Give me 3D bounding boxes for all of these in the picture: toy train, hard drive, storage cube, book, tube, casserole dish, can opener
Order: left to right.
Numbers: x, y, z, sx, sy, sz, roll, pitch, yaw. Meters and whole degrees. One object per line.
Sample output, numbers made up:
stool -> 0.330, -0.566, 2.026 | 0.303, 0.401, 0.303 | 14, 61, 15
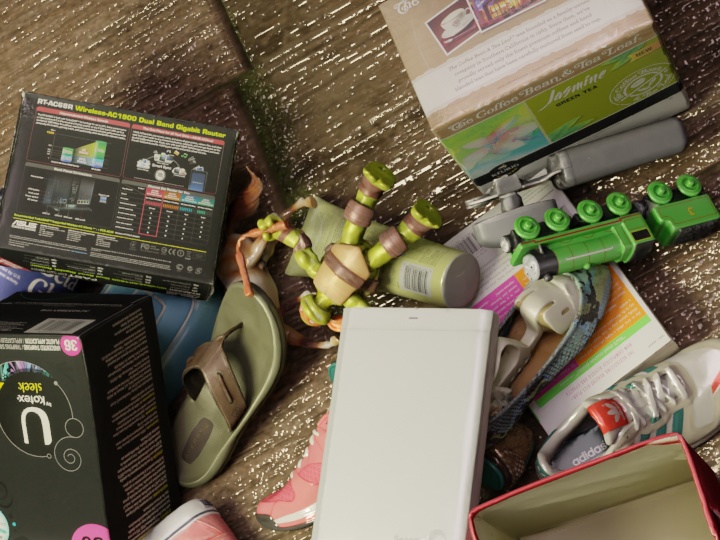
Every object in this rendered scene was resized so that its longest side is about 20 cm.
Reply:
casserole dish -> -0.210, 0.067, 1.717 | 0.121, 0.039, 0.200 | 33, 86, 24
tube -> 0.016, -0.013, 1.643 | 0.200, 0.052, 0.058 | 16, 43, 41
hard drive -> 0.036, 0.129, 1.486 | 0.132, 0.026, 0.200 | 0, 71, 24
book -> 0.162, 0.028, 1.594 | 0.134, 0.048, 0.200 | -36, 64, 7
can opener -> 0.186, -0.072, 1.586 | 0.200, 0.053, 0.067 | -17, 90, -8
toy train -> 0.210, -0.032, 1.547 | 0.200, 0.042, 0.056 | -15, 63, -23
storage cube -> 0.207, 0.246, 1.437 | 0.200, 0.180, 0.171 | -24, 68, 12

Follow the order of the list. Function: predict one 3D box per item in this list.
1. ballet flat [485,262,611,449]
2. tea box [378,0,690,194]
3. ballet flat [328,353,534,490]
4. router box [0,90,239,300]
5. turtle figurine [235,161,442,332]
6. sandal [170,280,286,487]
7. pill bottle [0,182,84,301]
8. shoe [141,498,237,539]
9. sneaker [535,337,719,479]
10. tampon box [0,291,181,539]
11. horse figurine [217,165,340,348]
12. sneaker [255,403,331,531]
ballet flat -> 0.136, 0.059, 1.522 | 0.074, 0.074, 0.200 | 29, 78, 25
tea box -> 0.151, -0.181, 1.577 | 0.200, 0.197, 0.134 | -26, 67, 11
ballet flat -> 0.065, 0.117, 1.600 | 0.200, 0.071, 0.065 | 33, 59, 22
router box -> -0.218, -0.066, 1.663 | 0.200, 0.062, 0.150 | 10, 73, -6
turtle figurine -> 0.000, 0.000, 1.580 | 0.200, 0.064, 0.161 | 45, 111, 18
sandal -> -0.126, 0.105, 1.635 | 0.080, 0.057, 0.201 | 32, 106, 29
pill bottle -> -0.303, -0.022, 1.736 | 0.111, 0.111, 0.200 | 29, 85, 24
shoe -> -0.182, 0.296, 1.618 | 0.200, 0.071, 0.091 | -42, 62, 0
sneaker -> 0.228, 0.120, 1.515 | 0.200, 0.093, 0.070 | -34, 66, 7
tampon box -> -0.260, 0.131, 1.617 | 0.150, 0.126, 0.200 | 0, 105, 24
horse figurine -> -0.086, 0.011, 1.674 | 0.133, 0.050, 0.200 | -22, 75, 37
sneaker -> -0.014, 0.155, 1.576 | 0.200, 0.074, 0.087 | -29, 84, 30
